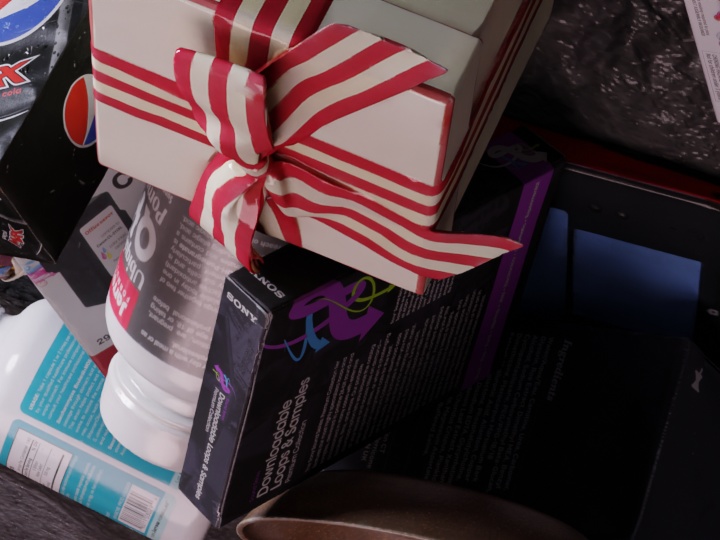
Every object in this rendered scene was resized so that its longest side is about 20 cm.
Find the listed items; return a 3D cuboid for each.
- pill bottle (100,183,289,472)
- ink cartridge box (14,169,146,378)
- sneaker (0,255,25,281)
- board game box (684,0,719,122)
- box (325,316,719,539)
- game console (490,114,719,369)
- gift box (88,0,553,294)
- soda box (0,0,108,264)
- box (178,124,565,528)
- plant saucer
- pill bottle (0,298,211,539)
[{"bbox_3d":[-0.059,-0.003,1.357,0.110,0.111,0.200,24,119,4],"label":"pill bottle"},{"bbox_3d":[-0.115,-0.047,1.427,0.083,0.146,0.200,57,180,44],"label":"ink cartridge box"},{"bbox_3d":[-0.182,-0.018,1.615,0.200,0.090,0.075,29,154,-2],"label":"sneaker"},{"bbox_3d":[0.196,-0.126,1.135,0.134,0.045,0.200,12,150,27],"label":"board game box"},{"bbox_3d":[0.117,0.114,1.516,0.199,0.118,0.197,6,159,35],"label":"box"},{"bbox_3d":[0.107,-0.006,1.446,0.176,0.031,0.200,20,153,14],"label":"game console"},{"bbox_3d":[-0.002,-0.108,1.189,0.199,0.187,0.185,21,153,13],"label":"gift box"},{"bbox_3d":[-0.135,-0.105,1.297,0.063,0.200,0.071,8,148,31],"label":"soda box"},{"bbox_3d":[0.006,0.025,1.329,0.036,0.200,0.143,39,136,25],"label":"box"},{"bbox_3d":[0.039,0.135,1.385,0.200,0.037,0.200,12,165,3],"label":"plant saucer"},{"bbox_3d":[-0.169,0.089,1.774,0.200,0.111,0.111,27,153,0],"label":"pill bottle"}]
